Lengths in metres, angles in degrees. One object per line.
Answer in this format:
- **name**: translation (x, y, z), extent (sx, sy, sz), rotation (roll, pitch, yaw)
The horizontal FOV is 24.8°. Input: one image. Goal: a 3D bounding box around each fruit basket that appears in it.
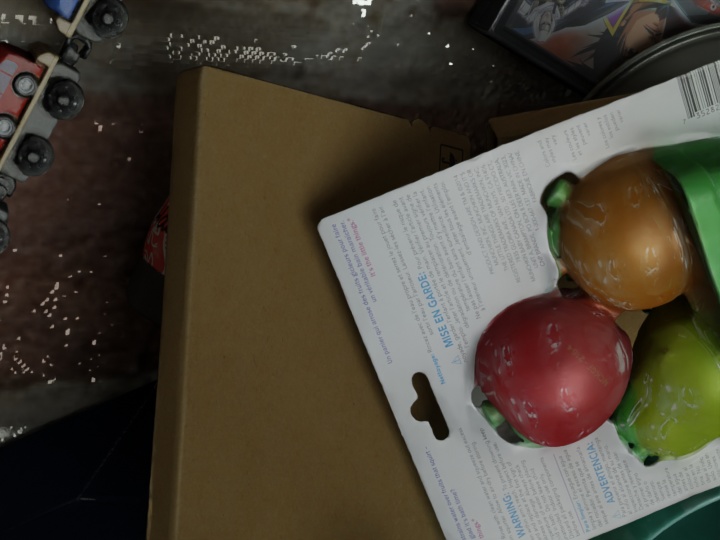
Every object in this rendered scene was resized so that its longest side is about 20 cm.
- **fruit basket**: translation (0.105, 0.021, 0.696), extent (0.200, 0.094, 0.185), rotation (-21, 109, 6)

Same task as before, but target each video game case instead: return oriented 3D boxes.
- **video game case**: translation (0.175, -0.158, 0.833), extent (0.200, 0.026, 0.181), rotation (25, 99, -34)

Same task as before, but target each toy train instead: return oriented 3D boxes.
- **toy train**: translation (-0.145, -0.073, 0.698), extent (0.046, 0.034, 0.200), rotation (27, 99, -22)

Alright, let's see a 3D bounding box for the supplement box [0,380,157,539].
- **supplement box**: translation (-0.133, 0.196, 0.763), extent (0.200, 0.134, 0.200), rotation (-23, 121, -17)

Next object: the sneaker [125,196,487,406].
- **sneaker**: translation (0.000, 0.000, 0.775), extent (0.201, 0.067, 0.108), rotation (21, 102, -22)

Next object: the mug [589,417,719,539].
- **mug**: translation (0.174, 0.111, 0.882), extent (0.152, 0.114, 0.185), rotation (-16, 136, -8)

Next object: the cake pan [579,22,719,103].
- **cake pan**: translation (0.185, -0.034, 0.862), extent (0.200, 0.037, 0.200), rotation (-11, 127, -14)

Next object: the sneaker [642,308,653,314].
- **sneaker**: translation (0.172, 0.003, 0.790), extent (0.080, 0.078, 0.200), rotation (-26, 118, 5)

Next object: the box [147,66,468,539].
- **box**: translation (-0.017, 0.027, 0.692), extent (0.163, 0.021, 0.200), rotation (10, 81, -45)

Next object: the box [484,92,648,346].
- **box**: translation (0.157, -0.020, 0.821), extent (0.200, 0.021, 0.164), rotation (-12, 127, -13)
